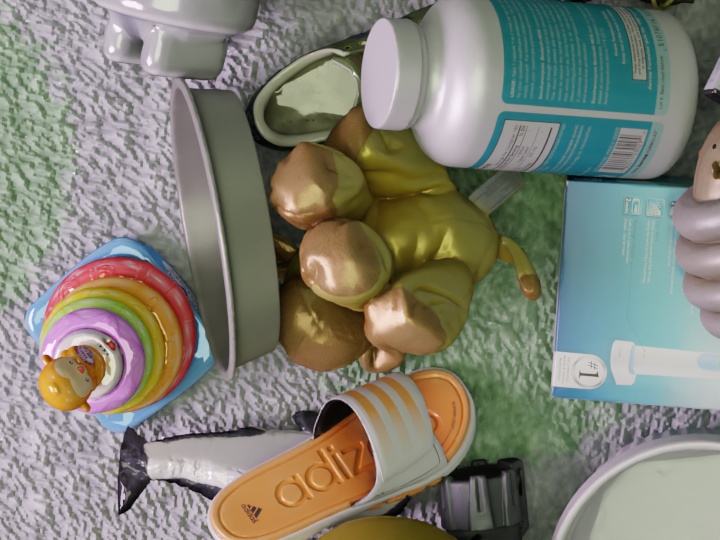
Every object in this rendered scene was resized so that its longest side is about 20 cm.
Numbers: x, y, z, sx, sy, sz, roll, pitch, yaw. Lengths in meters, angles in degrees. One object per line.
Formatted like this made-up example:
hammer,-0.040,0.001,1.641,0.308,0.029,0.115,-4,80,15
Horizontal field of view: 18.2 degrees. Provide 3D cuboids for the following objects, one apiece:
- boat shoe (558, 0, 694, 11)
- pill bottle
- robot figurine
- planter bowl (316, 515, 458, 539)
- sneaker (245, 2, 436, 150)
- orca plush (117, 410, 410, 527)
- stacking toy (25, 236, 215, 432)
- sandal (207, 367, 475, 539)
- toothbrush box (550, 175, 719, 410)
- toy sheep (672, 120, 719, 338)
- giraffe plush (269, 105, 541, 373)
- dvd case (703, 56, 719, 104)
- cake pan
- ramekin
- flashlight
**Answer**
boat shoe,0.209,-0.203,1.461,0.201,0.072,0.061,-21,92,7
pill bottle,0.105,-0.118,1.428,0.199,0.111,0.111,3,101,-19
robot figurine,-0.113,-0.228,1.475,0.169,0.113,0.201,21,104,38
planter bowl,0.019,0.218,1.481,0.200,0.201,0.084,-1,55,7
sneaker,0.014,-0.127,1.487,0.200,0.090,0.067,-22,93,9
orca plush,-0.068,0.159,1.553,0.199,0.105,0.071,-4,138,-11
stacking toy,-0.174,0.056,1.484,0.110,0.200,0.116,-38,92,11
sandal,-0.007,0.122,1.496,0.206,0.059,0.079,-29,63,-22
toothbrush box,0.230,0.014,1.487,0.199,0.085,0.147,3,98,7
toy sheep,0.261,-0.005,1.376,0.138,0.138,0.200,-22,100,10
giraffe plush,0.000,0.000,1.478,0.162,0.200,0.173,-38,74,40
dvd case,0.318,-0.165,1.431,0.142,0.018,0.200,29,82,-16
cake pan,-0.088,-0.029,1.470,0.037,0.200,0.201,-9,98,-10
ramekin,0.225,0.199,1.508,0.200,0.105,0.201,1,99,6
flashlight,0.084,0.234,1.550,0.068,0.068,0.201,-4,99,16
